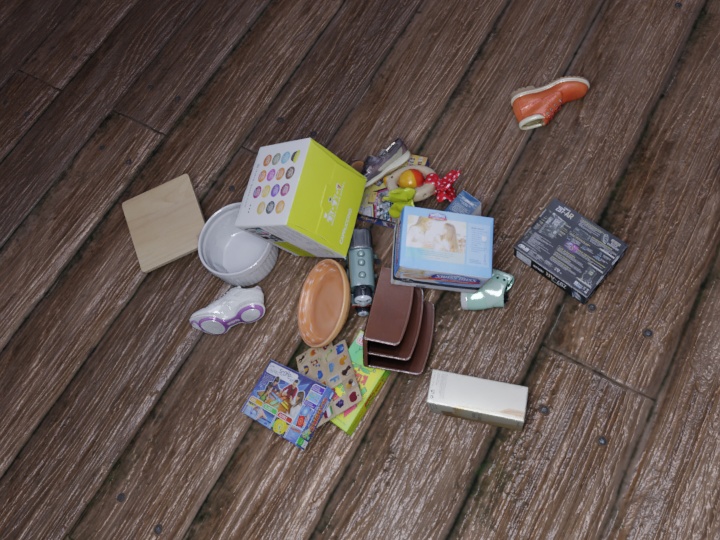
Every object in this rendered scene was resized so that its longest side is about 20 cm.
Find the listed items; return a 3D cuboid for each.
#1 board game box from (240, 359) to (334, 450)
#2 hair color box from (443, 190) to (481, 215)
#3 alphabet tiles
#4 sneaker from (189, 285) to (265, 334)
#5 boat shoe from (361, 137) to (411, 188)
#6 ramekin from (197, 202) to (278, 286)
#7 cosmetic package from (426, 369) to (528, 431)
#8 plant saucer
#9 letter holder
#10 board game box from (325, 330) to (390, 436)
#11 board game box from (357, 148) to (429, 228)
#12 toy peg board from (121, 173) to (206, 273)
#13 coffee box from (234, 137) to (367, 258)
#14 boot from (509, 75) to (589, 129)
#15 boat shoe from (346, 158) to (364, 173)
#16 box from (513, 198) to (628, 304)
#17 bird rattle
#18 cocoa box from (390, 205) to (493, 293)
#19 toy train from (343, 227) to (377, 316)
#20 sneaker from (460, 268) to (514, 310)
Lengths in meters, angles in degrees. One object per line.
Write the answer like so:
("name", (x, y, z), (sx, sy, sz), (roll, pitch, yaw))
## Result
("board game box", (-0.162, 0.288, 1.317), (0.197, 0.035, 0.137), (15, 68, 43))
("hair color box", (0.200, -0.080, 1.410), (0.060, 0.100, 0.200), (38, 78, 25))
("alphabet tiles", (-0.087, 0.245, 1.329), (0.165, 0.008, 0.202), (-33, 42, 12))
("sneaker", (-0.324, 0.095, 1.479), (0.195, 0.076, 0.101), (-15, 44, 6))
("boat shoe", (0.036, -0.259, 1.500), (0.198, 0.072, 0.066), (-35, 102, -9))
("ramekin", (-0.299, -0.057, 1.515), (0.194, 0.106, 0.205), (-6, 63, 11))
("cosmetic package", (0.241, 0.267, 1.233), (0.195, 0.106, 0.073), (8, 68, 18))
("plant saucer", (-0.080, 0.077, 1.384), (0.198, 0.037, 0.206), (-25, 59, 48))
("letter holder", (0.092, 0.110, 1.310), (0.138, 0.102, 0.203), (9, 48, 9))
("board game box", (-0.010, 0.248, 1.332), (0.100, 0.048, 0.202), (28, 74, 23))
("board game box", (0.083, -0.209, 1.536), (0.132, 0.035, 0.204), (15, 69, 19))
("toy peg board", (-0.505, -0.117, 1.614), (0.196, 0.098, 0.203), (-23, 77, 2))
("coffee box", (-0.133, -0.159, 1.387), (0.195, 0.198, 0.205), (3, 73, 44))
("boot", (0.487, -0.420, 1.525), (0.195, 0.075, 0.110), (-13, 65, 17))
("boat shoe", (-0.056, -0.199, 1.551), (0.201, 0.070, 0.070), (-51, 27, -3))
("box", (0.472, -0.046, 1.360), (0.199, 0.044, 0.161), (38, 78, 26))
("bird rattle", (0.139, -0.210, 1.452), (0.197, 0.114, 0.164), (-30, 45, -6))
("cocoa box", (0.170, -0.041, 1.271), (0.194, 0.132, 0.137), (7, 74, -4))
("toy train", (0.000, 0.000, 1.405), (0.083, 0.115, 0.205), (-2, 64, -1))
("sneaker", (0.293, -0.009, 1.367), (0.115, 0.074, 0.206), (0, 74, 20))
